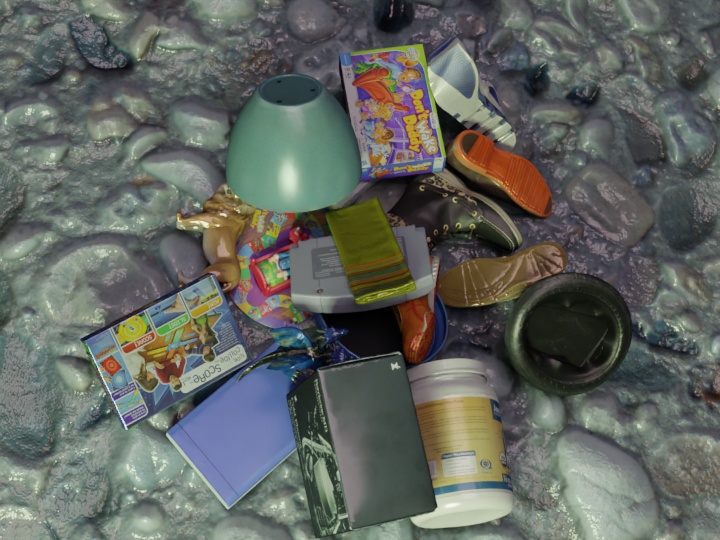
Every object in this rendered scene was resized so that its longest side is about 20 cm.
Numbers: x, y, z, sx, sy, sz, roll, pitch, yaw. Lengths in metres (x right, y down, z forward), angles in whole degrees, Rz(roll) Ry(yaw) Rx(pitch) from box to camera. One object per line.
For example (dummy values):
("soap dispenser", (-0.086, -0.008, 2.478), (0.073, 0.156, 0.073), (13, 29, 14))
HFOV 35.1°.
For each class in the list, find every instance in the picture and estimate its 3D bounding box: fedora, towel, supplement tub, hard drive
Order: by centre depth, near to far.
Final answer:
("supplement tub", (0.124, 0.235, 1.538), (0.142, 0.145, 0.203), (-2, 68, -12))
("hard drive", (-0.148, 0.209, 1.559), (0.199, 0.025, 0.132), (-39, 79, -23))
("towel", (0.011, -0.031, 1.573), (0.085, 0.018, 0.201), (-14, 42, -6))
("fedora", (0.291, 0.080, 1.650), (0.197, 0.092, 0.204), (-5, 110, -13))

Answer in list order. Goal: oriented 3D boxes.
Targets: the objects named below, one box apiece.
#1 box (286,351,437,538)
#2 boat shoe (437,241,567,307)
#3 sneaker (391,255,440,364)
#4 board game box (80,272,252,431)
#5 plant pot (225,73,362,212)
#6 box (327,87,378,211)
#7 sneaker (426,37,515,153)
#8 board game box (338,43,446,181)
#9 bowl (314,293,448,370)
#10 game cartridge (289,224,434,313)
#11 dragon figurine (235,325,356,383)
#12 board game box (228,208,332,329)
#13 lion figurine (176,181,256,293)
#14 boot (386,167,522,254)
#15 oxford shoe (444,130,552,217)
("box", (-0.004, 0.230, 1.469), (0.122, 0.197, 0.203), (-9, 77, -19))
("boat shoe", (0.211, 0.016, 1.691), (0.197, 0.069, 0.075), (-14, 72, 6))
("sneaker", (0.069, 0.055, 1.584), (0.076, 0.074, 0.201), (5, 40, 2))
("board game box", (-0.260, 0.108, 1.542), (0.198, 0.034, 0.137), (-27, 103, -21))
("plant pot", (-0.096, -0.196, 1.602), (0.197, 0.136, 0.201), (0, 38, 0))
("box", (-0.017, -0.196, 1.752), (0.144, 0.036, 0.200), (44, 65, 9))
("sneaker", (0.166, -0.275, 1.775), (0.080, 0.200, 0.116), (-30, 28, 13))
("board game box", (0.046, -0.241, 1.730), (0.132, 0.045, 0.203), (-8, 67, -5))
("bowl", (0.027, 0.065, 1.620), (0.198, 0.040, 0.203), (12, 49, -14))
("game cartridge", (0.000, 0.000, 1.580), (0.197, 0.041, 0.134), (-8, 38, 2))
("dragon figurine", (-0.089, 0.110, 1.507), (0.197, 0.099, 0.060), (-4, 70, 21))
("board game box", (-0.106, -0.016, 1.654), (0.156, 0.039, 0.202), (19, 65, -3))
("lion figurine", (-0.203, -0.033, 1.631), (0.120, 0.073, 0.203), (0, 74, -10))
("boot", (0.129, -0.058, 1.702), (0.199, 0.073, 0.151), (40, 64, 11))
("oxford shoe", (0.213, -0.144, 1.764), (0.199, 0.073, 0.072), (35, 62, -17))
